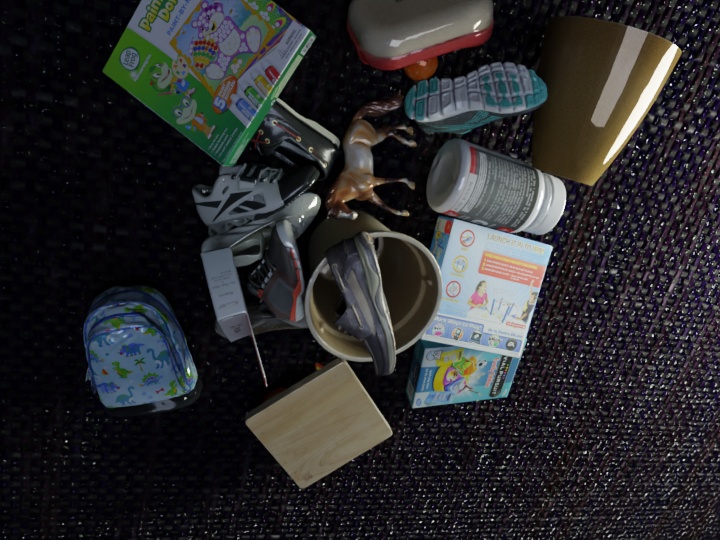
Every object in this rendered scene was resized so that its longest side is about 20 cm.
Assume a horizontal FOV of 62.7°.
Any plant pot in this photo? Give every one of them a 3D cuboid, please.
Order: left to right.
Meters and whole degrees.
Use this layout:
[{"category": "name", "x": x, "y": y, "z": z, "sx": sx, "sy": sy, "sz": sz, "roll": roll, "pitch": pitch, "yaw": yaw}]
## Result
[{"category": "plant pot", "x": 0.000, "y": 0.000, "z": 0.890, "sx": 0.197, "sy": 0.184, "sz": 0.203, "roll": -6, "pitch": 118, "yaw": -12}, {"category": "plant pot", "x": 0.326, "y": -0.233, "z": 0.850, "sx": 0.184, "sy": 0.186, "sz": 0.203, "roll": 11, "pitch": 105, "yaw": -20}]

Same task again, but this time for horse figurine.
[{"category": "horse figurine", "x": 0.017, "y": -0.164, "z": 0.865, "sx": 0.130, "sy": 0.050, "sz": 0.203, "roll": 6, "pitch": 83, "yaw": -13}]

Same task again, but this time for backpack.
[{"category": "backpack", "x": -0.338, "y": 0.121, "z": 0.893, "sx": 0.160, "sy": 0.154, "sz": 0.203, "roll": -5, "pitch": 104, "yaw": -6}]

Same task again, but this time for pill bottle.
[{"category": "pill bottle", "x": 0.214, "y": -0.125, "z": 0.928, "sx": 0.197, "sy": 0.114, "sz": 0.115, "roll": 13, "pitch": 112, "yaw": -21}]

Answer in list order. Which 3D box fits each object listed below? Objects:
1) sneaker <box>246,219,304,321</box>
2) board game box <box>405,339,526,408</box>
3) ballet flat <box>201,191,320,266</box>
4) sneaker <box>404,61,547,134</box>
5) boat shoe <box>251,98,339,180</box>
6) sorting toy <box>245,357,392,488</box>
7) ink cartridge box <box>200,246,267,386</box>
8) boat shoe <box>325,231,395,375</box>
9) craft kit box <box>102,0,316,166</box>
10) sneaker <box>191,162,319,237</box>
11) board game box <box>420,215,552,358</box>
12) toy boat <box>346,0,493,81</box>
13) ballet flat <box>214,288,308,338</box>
[{"category": "sneaker", "x": -0.126, "y": 0.013, "z": 0.864, "sx": 0.081, "sy": 0.078, "sz": 0.202, "roll": -8, "pitch": 138, "yaw": -11}, {"category": "board game box", "x": 0.193, "y": 0.178, "z": 1.096, "sx": 0.197, "sy": 0.047, "sz": 0.153, "roll": -3, "pitch": 127, "yaw": -14}, {"category": "ballet flat", "x": -0.143, "y": -0.049, "z": 0.890, "sx": 0.198, "sy": 0.070, "sz": 0.070, "roll": -25, "pitch": 120, "yaw": -2}, {"category": "sneaker", "x": 0.166, "y": -0.240, "z": 0.854, "sx": 0.197, "sy": 0.091, "sz": 0.079, "roll": -2, "pitch": 77, "yaw": 15}, {"category": "boat shoe", "x": -0.120, "y": -0.193, "z": 0.817, "sx": 0.200, "sy": 0.073, "sz": 0.064, "roll": 26, "pitch": 70, "yaw": -27}, {"category": "sorting toy", "x": -0.075, "y": 0.262, "z": 1.064, "sx": 0.198, "sy": 0.070, "sz": 0.200, "roll": -30, "pitch": 119, "yaw": 1}, {"category": "ink cartridge box", "x": -0.174, "y": 0.078, "z": 0.829, "sx": 0.043, "sy": 0.200, "sz": 0.176, "roll": -14, "pitch": 78, "yaw": -11}, {"category": "boat shoe", "x": -0.001, "y": 0.048, "z": 0.775, "sx": 0.072, "sy": 0.075, "sz": 0.203, "roll": -12, "pitch": 110, "yaw": 2}, {"category": "craft kit box", "x": -0.190, "y": -0.271, "z": 0.739, "sx": 0.197, "sy": 0.049, "sz": 0.201, "roll": 37, "pitch": 103, "yaw": 2}, {"category": "sneaker", "x": -0.155, "y": -0.119, "z": 0.828, "sx": 0.198, "sy": 0.074, "sz": 0.089, "roll": -19, "pitch": 113, "yaw": 20}, {"category": "board game box", "x": 0.198, "y": 0.029, "z": 0.979, "sx": 0.197, "sy": 0.056, "sz": 0.199, "roll": 13, "pitch": 96, "yaw": -21}, {"category": "toy boat", "x": 0.083, "y": -0.319, "z": 0.809, "sx": 0.197, "sy": 0.132, "sz": 0.131, "roll": -19, "pitch": 150, "yaw": -5}, {"category": "ballet flat", "x": -0.140, "y": 0.073, "z": 0.971, "sx": 0.197, "sy": 0.046, "sz": 0.068, "roll": -12, "pitch": 85, "yaw": -15}]
